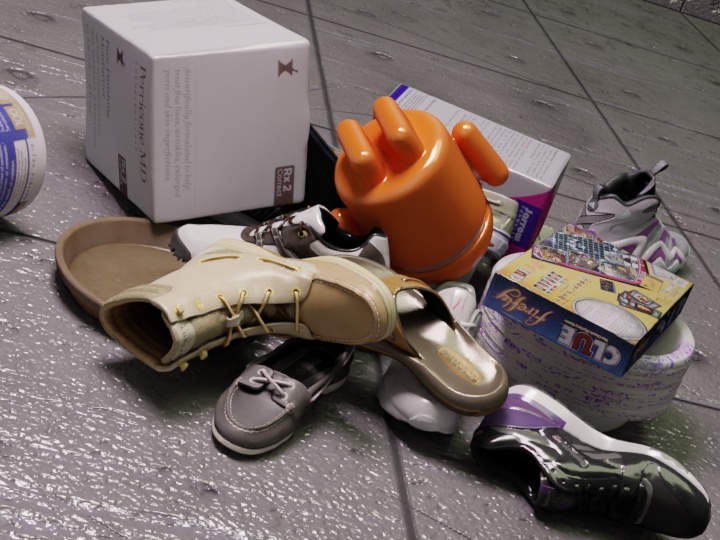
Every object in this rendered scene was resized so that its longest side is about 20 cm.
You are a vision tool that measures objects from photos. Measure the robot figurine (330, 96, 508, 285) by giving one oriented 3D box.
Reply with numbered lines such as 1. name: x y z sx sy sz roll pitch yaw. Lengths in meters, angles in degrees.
1. robot figurine: 0.053 -0.066 1.254 0.116 0.144 0.200 13 -29 39

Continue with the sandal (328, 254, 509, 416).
1. sandal: 0.041 0.042 1.130 0.200 0.054 0.080 36 56 21

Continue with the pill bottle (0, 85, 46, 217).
1. pill bottle: -0.375 -0.090 1.157 0.119 0.120 0.200 31 26 22

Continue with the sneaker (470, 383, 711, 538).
1. sneaker: 0.182 0.176 1.117 0.199 0.076 0.088 26 39 21

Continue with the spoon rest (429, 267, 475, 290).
1. spoon rest: 0.072 -0.011 1.432 0.099 0.061 0.200 16 11 -11

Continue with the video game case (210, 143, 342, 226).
1. video game case: -0.060 -0.079 1.454 0.181 0.023 0.200 28 37 16

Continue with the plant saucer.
1. plant saucer: -0.173 0.012 1.211 0.199 0.030 0.200 17 25 -8

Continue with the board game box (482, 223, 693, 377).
1. board game box: 0.208 0.021 1.227 0.135 0.035 0.200 28 25 19

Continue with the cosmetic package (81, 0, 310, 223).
1. cosmetic package: -0.165 -0.165 1.356 0.164 0.166 0.200 -10 26 -27

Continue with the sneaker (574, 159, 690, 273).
1. sneaker: 0.344 -0.069 1.643 0.199 0.141 0.078 -2 32 -39

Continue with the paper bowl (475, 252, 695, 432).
1. paper bowl: 0.201 0.073 1.281 0.200 0.105 0.201 16 25 -8

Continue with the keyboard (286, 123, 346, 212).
1. keyboard: -0.050 -0.100 1.380 0.039 0.104 0.200 -2 37 -31

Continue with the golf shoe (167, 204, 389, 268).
1. golf shoe: -0.068 -0.025 1.217 0.199 0.095 0.078 14 26 -1

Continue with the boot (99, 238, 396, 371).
1. boot: -0.088 0.035 1.078 0.199 0.073 0.155 16 26 30

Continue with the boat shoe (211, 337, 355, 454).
1. boat shoe: -0.058 0.084 1.114 0.067 0.057 0.200 27 25 15

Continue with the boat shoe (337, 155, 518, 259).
1. boat shoe: 0.062 -0.076 1.375 0.199 0.062 0.072 24 -9 5

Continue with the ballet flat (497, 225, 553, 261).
1. ballet flat: 0.180 -0.031 1.528 0.068 0.068 0.200 7 28 -31

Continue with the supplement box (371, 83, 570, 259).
1. supplement box: 0.105 -0.101 1.438 0.199 0.102 0.103 23 30 8

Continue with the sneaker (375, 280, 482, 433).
1. sneaker: 0.066 0.065 1.197 0.078 0.100 0.200 18 24 -3
